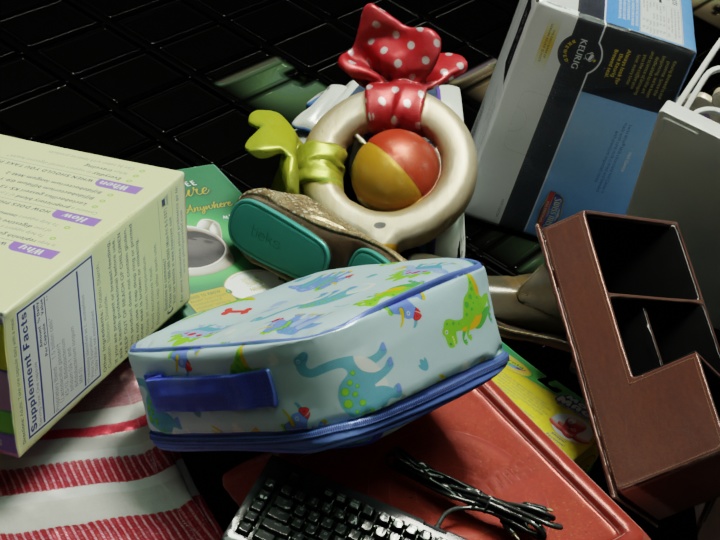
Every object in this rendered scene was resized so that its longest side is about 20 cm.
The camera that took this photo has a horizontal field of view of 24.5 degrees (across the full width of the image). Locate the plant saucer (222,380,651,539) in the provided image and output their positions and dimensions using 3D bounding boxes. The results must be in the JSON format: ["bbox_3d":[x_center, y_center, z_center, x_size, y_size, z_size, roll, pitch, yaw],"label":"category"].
[{"bbox_3d":[0.055,0.140,0.964,0.200,0.037,0.200,-20,50,-34],"label":"plant saucer"}]

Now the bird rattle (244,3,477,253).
[{"bbox_3d":[0.014,-0.088,1.224,0.200,0.113,0.163,-37,69,-21],"label":"bird rattle"}]

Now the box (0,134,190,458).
[{"bbox_3d":[-0.228,0.005,1.011,0.176,0.097,0.200,12,30,20],"label":"box"}]

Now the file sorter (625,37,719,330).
[{"bbox_3d":[0.293,-0.065,1.261,0.139,0.200,0.125,28,58,14],"label":"file sorter"}]

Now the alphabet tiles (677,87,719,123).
[{"bbox_3d":[0.344,-0.074,1.334,0.196,0.200,0.015,49,57,-24],"label":"alphabet tiles"}]

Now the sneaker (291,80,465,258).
[{"bbox_3d":[0.008,-0.073,1.297,0.146,0.081,0.200,0,47,2],"label":"sneaker"}]

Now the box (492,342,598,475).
[{"bbox_3d":[0.071,0.117,1.071,0.117,0.048,0.200,36,41,24],"label":"box"}]

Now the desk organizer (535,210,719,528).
[{"bbox_3d":[0.182,0.051,1.056,0.072,0.077,0.200,37,34,-50],"label":"desk organizer"}]

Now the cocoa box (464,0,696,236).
[{"bbox_3d":[0.173,-0.138,1.335,0.131,0.200,0.133,17,34,-3],"label":"cocoa box"}]

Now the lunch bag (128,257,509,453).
[{"bbox_3d":[-0.030,0.053,0.966,0.161,0.083,0.200,-21,9,-42],"label":"lunch bag"}]

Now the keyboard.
[{"bbox_3d":[0.037,0.148,0.906,0.200,0.021,0.127,23,41,9],"label":"keyboard"}]

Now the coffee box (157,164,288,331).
[{"bbox_3d":[-0.103,0.004,1.152,0.123,0.044,0.200,-14,46,-38],"label":"coffee box"}]

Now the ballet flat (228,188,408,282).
[{"bbox_3d":[0.000,0.000,1.102,0.200,0.071,0.065,37,28,27],"label":"ballet flat"}]

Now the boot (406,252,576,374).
[{"bbox_3d":[0.130,0.009,1.188,0.200,0.097,0.075,25,4,2],"label":"boot"}]

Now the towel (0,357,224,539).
[{"bbox_3d":[-0.167,0.126,0.972,0.144,0.023,0.200,-5,41,-29],"label":"towel"}]

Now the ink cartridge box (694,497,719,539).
[{"bbox_3d":[0.301,0.154,1.089,0.145,0.084,0.200,16,34,-4],"label":"ink cartridge box"}]
